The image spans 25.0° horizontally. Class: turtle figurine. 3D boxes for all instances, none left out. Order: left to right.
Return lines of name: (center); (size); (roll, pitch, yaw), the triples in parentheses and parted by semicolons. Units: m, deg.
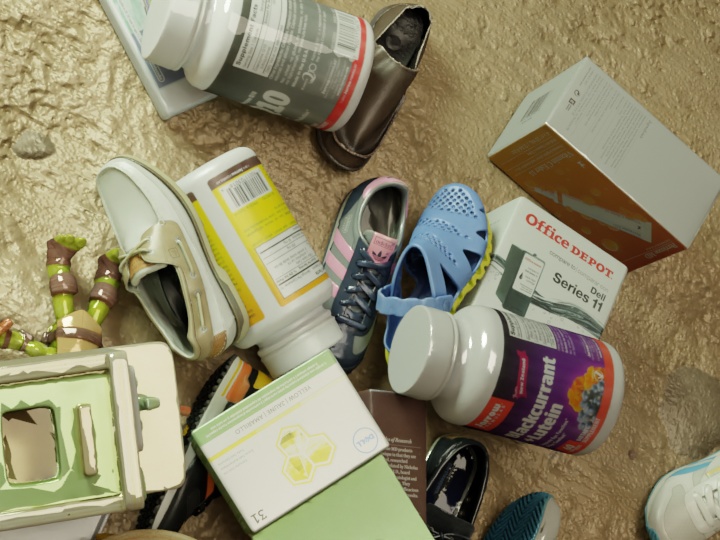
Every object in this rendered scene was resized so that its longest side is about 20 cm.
turtle figurine: (-0.242, 0.058, 1.444); (0.199, 0.064, 0.162); (12, 65, -14)

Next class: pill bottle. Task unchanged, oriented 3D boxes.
pill bottle: (-0.098, -0.005, 1.501); (0.109, 0.109, 0.201); (-31, 91, -28)
pill bottle: (-0.098, -0.212, 1.528); (0.199, 0.114, 0.114); (16, 71, -21)
pill bottle: (0.131, 0.096, 1.488); (0.199, 0.111, 0.112); (16, 71, -22)

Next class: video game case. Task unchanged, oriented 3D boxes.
video game case: (-0.162, -0.270, 1.587); (0.182, 0.023, 0.201); (-28, 90, -28)

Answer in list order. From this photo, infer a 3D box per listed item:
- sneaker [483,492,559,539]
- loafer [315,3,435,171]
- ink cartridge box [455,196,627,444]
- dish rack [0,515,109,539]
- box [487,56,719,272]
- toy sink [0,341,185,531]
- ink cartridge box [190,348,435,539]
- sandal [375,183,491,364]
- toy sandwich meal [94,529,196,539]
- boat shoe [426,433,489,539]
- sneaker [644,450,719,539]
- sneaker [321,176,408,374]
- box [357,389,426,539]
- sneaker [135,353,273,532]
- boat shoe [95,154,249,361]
sneaker: (0.156, 0.313, 1.559); (0.081, 0.076, 0.201); (25, 74, -27)
loafer: (0.016, -0.193, 1.623); (0.073, 0.071, 0.201); (28, 67, -16)
ink cartridge box: (0.162, 0.049, 1.624); (0.146, 0.083, 0.201); (32, 66, -15)
dish rack: (-0.304, 0.178, 1.397); (0.199, 0.044, 0.172); (30, 66, -17)
box: (0.254, -0.105, 1.684); (0.200, 0.124, 0.098); (39, 65, -11)
toy sink: (-0.236, 0.133, 1.327); (0.199, 0.112, 0.131); (-6, 90, -18)
ink cartridge box: (-0.036, 0.191, 1.410); (0.145, 0.048, 0.200); (-30, 81, -16)
sandal: (0.068, -0.002, 1.552); (0.087, 0.079, 0.201); (56, 45, -50)
toy sandwich meal: (-0.177, 0.307, 1.397); (0.204, 0.070, 0.206); (-1, 99, -8)
boat shoe: (0.070, 0.245, 1.545); (0.074, 0.062, 0.201); (31, 68, -17)
sneaker: (0.377, 0.226, 1.683); (0.200, 0.081, 0.077); (-29, 92, -27)
sneaker: (0.000, 0.000, 1.561); (0.070, 0.082, 0.201); (17, 71, -20)
box: (0.005, 0.216, 1.493); (0.075, 0.100, 0.201); (13, 71, -36)
sneaker: (-0.126, 0.178, 1.464); (0.090, 0.070, 0.201); (31, 64, -12)
boat shoe: (-0.176, -0.012, 1.437); (0.200, 0.075, 0.068); (55, 38, 3)
